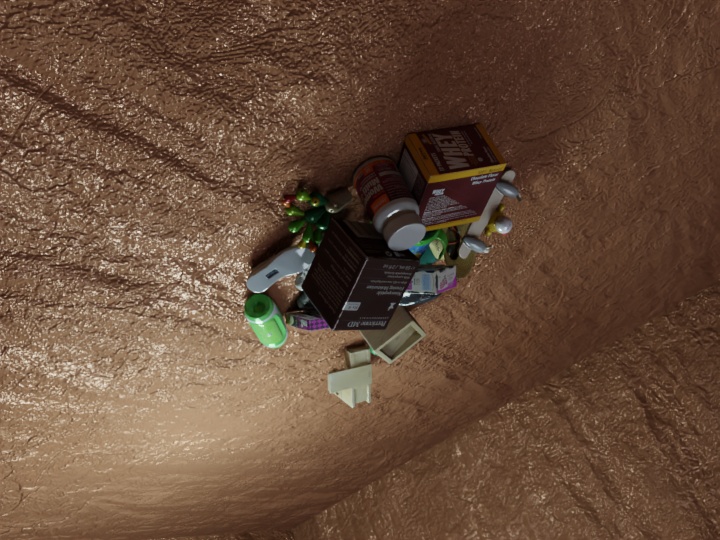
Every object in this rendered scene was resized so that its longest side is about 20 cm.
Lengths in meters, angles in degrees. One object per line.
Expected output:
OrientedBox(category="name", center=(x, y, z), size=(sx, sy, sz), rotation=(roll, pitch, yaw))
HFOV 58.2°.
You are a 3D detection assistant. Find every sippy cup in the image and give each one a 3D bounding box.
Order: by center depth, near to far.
OrientedBox(category="sippy cup", center=(0.116, -0.082, 1.608), size=(0.139, 0.178, 0.130), rotation=(-24, 150, -27))

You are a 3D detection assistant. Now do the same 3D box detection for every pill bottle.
OrientedBox(category="pill bottle", center=(0.065, -0.149, 1.449), size=(0.109, 0.200, 0.110), rotation=(-18, 148, -11))

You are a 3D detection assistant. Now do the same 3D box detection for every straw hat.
OrientedBox(category="straw hat", center=(0.234, -0.077, 1.755), size=(0.085, 0.202, 0.201), rotation=(0, 166, 36))

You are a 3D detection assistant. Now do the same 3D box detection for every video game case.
OrientedBox(category="video game case", center=(-0.090, 0.133, 1.838), size=(0.199, 0.036, 0.181), rotation=(-6, -175, -27))

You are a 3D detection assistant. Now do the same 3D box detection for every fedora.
OrientedBox(category="fedora", center=(0.164, 0.051, 1.873), size=(0.200, 0.092, 0.201), rotation=(-16, 173, -2))

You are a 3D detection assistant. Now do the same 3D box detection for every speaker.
OrientedBox(category="speaker", center=(-0.258, 0.142, 1.787), size=(0.088, 0.089, 0.200), rotation=(-22, 149, -5))

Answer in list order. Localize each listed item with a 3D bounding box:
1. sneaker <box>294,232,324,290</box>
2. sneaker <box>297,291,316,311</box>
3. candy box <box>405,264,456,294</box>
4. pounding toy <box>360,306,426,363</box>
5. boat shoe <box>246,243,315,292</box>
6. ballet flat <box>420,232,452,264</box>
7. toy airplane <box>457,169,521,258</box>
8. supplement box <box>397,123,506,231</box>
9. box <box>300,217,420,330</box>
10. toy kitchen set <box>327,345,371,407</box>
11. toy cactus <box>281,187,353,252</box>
OrientedBox(category="sneaker", center=(-0.123, -0.031, 1.648), size=(0.082, 0.075, 0.200), rotation=(20, 126, -27))
OrientedBox(category="sneaker", center=(-0.068, 0.057, 1.795), size=(0.199, 0.076, 0.114), rotation=(-3, 150, -23))
OrientedBox(category="candy box", center=(0.129, 0.021, 1.649), size=(0.200, 0.061, 0.136), rotation=(0, -173, 30))
OrientedBox(category="pounding toy", center=(0.071, 0.190, 2.071), size=(0.200, 0.142, 0.184), rotation=(-39, 149, 3))
OrientedBox(category="boat shoe", center=(-0.195, -0.018, 1.602), size=(0.200, 0.070, 0.071), rotation=(-32, 119, 20))
OrientedBox(category="ballet flat", center=(0.212, -0.059, 1.835), size=(0.200, 0.071, 0.071), rotation=(-22, 149, -1))
OrientedBox(category="toy airplane", center=(0.335, -0.145, 1.699), size=(0.199, 0.141, 0.200), rotation=(-26, 131, -27))
OrientedBox(category="supplement box", center=(0.197, -0.212, 1.511), size=(0.197, 0.133, 0.200), rotation=(-12, 148, -20))
OrientedBox(category="box", center=(-0.002, 0.010, 1.482), size=(0.166, 0.164, 0.200), rotation=(3, 123, -39))
OrientedBox(category="toy kitchen set", center=(-0.076, 0.357, 2.261), size=(0.163, 0.180, 0.201), rotation=(-9, 107, -30))
OrientedBox(category="toy cactus", center=(-0.091, -0.134, 1.485), size=(0.165, 0.102, 0.200), rotation=(-32, 139, -9))
